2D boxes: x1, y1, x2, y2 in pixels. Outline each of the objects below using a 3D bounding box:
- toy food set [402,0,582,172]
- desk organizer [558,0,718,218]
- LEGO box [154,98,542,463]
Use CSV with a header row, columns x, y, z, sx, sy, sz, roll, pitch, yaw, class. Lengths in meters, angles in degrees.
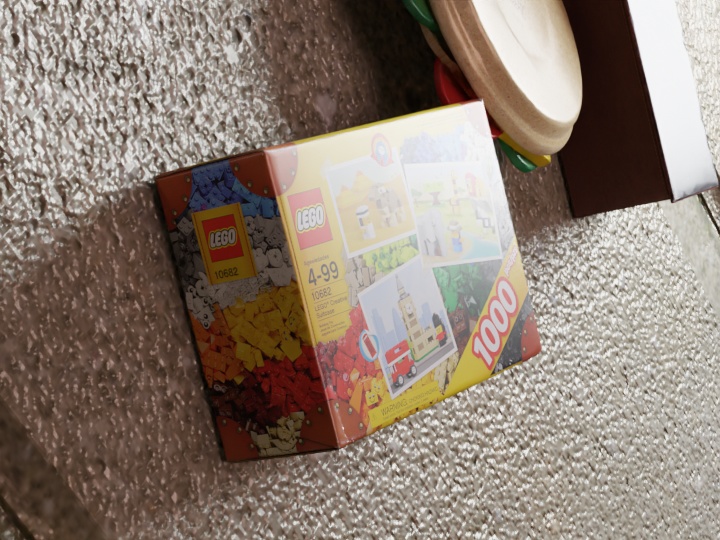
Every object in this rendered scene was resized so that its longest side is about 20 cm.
x,y,z,sx,sy,sz,roll,pitch,yaw,class
0.073,-0.156,1.078,0.200,0.049,0.198,31,44,-53,toy food set
0.168,-0.141,1.194,0.072,0.077,0.200,-18,96,-53,desk organizer
0.000,0.000,0.936,0.200,0.077,0.149,-20,97,-53,LEGO box
